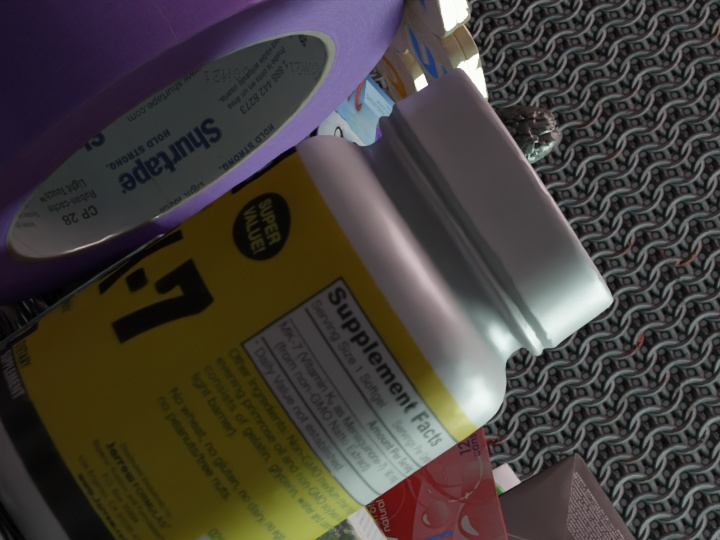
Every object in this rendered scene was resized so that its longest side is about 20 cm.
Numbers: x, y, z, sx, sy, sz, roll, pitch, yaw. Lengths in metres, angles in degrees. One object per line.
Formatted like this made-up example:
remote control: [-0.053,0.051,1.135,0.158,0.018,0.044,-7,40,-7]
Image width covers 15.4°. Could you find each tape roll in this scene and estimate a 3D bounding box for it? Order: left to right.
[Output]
tape roll: [-0.084,-0.069,0.953,0.066,0.200,0.200,57,3,12]

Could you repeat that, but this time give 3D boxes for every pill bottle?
pill bottle: [-0.023,0.027,0.890,0.115,0.200,0.114,56,2,-3]

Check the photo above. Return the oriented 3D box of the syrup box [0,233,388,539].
syrup box: [-0.048,0.089,1.009,0.200,0.079,0.081,56,2,0]

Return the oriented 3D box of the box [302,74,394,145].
box: [0.000,0.000,1.156,0.200,0.038,0.137,42,51,-60]

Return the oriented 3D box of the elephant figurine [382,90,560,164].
elephant figurine: [-0.029,-0.061,1.391,0.199,0.156,0.142,14,-20,39]

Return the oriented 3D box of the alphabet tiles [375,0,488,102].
alphabet tiles: [-0.016,-0.147,1.011,0.200,0.015,0.196,50,-13,33]

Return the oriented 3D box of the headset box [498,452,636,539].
headset box: [0.075,0.196,1.229,0.149,0.075,0.200,57,-31,12]

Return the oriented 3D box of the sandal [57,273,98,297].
sandal: [-0.087,0.008,1.264,0.054,0.080,0.200,43,5,15]

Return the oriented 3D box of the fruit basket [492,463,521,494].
fruit basket: [0.052,0.179,1.425,0.185,0.094,0.200,53,-17,16]

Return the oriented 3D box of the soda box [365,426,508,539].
soda box: [0.033,0.152,1.106,0.063,0.070,0.201,-126,-159,-71]
